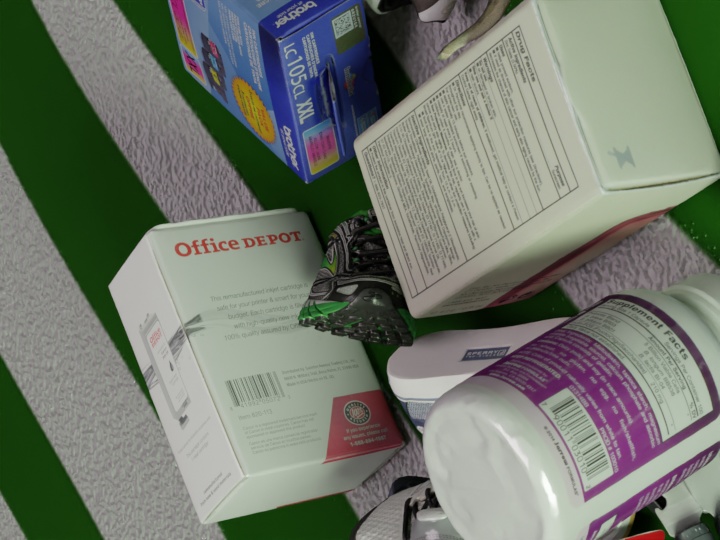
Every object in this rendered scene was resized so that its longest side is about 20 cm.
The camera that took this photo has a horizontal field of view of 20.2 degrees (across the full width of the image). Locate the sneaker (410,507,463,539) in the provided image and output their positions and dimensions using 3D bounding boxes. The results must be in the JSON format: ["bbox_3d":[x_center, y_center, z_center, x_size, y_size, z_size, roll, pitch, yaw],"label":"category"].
[{"bbox_3d":[0.074,0.237,1.252,0.078,0.077,0.202,-6,115,32],"label":"sneaker"}]

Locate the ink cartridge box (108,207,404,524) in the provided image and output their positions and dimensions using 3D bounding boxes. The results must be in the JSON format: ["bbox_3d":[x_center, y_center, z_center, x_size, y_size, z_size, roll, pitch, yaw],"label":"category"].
[{"bbox_3d":[-0.077,0.066,1.470,0.083,0.145,0.201,-47,60,47],"label":"ink cartridge box"}]

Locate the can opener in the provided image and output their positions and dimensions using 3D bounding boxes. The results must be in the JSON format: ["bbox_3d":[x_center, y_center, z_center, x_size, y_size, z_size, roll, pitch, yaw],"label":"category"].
[{"bbox_3d":[0.214,0.165,1.204,0.067,0.052,0.201,79,165,-64],"label":"can opener"}]

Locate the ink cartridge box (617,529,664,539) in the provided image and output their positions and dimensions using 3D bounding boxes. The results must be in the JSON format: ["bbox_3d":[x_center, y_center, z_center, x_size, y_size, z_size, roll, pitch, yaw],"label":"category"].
[{"bbox_3d":[0.128,0.265,1.198,0.084,0.199,0.177,27,118,45],"label":"ink cartridge box"}]

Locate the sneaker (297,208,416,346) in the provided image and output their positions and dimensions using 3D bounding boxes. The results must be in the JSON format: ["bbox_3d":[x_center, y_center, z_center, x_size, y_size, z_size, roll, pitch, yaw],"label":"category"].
[{"bbox_3d":[0.000,0.000,1.358,0.200,0.077,0.086,-118,38,-80],"label":"sneaker"}]

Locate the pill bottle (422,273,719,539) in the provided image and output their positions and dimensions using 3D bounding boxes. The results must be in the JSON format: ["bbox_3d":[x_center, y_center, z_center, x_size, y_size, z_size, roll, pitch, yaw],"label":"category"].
[{"bbox_3d":[0.140,0.078,1.138,0.112,0.199,0.113,35,139,38],"label":"pill bottle"}]

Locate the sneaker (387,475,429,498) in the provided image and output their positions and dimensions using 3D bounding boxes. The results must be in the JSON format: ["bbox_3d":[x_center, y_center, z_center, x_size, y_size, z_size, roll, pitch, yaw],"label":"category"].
[{"bbox_3d":[0.073,0.226,1.369,0.200,0.070,0.083,49,130,37],"label":"sneaker"}]

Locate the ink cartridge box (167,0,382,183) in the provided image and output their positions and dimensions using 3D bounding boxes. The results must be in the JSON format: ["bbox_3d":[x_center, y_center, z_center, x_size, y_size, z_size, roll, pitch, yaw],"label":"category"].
[{"bbox_3d":[-0.055,-0.158,1.421,0.200,0.076,0.137,41,155,38],"label":"ink cartridge box"}]

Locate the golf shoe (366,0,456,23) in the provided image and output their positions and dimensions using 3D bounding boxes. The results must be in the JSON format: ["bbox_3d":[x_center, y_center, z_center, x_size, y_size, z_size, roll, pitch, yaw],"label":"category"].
[{"bbox_3d":[-0.001,-0.227,1.377,0.199,0.077,0.095,31,120,47],"label":"golf shoe"}]

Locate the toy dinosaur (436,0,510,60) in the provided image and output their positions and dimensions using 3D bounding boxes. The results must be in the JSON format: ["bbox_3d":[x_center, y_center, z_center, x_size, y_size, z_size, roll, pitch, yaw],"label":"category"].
[{"bbox_3d":[0.105,-0.217,1.231,0.088,0.047,0.202,-15,50,43],"label":"toy dinosaur"}]

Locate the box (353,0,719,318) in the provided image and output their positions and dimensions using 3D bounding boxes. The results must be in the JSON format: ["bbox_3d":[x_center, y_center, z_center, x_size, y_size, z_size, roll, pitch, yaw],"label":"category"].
[{"bbox_3d":[0.105,-0.070,1.242,0.200,0.108,0.129,-35,69,49],"label":"box"}]

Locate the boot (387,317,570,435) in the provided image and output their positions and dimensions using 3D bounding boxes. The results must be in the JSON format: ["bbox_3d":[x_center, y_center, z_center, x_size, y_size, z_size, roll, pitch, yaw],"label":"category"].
[{"bbox_3d":[0.114,0.087,1.307,0.199,0.073,0.091,-1,126,42],"label":"boot"}]

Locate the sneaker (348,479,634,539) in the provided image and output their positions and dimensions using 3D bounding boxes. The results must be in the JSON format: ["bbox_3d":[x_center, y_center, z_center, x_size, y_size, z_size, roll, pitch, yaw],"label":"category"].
[{"bbox_3d":[0.071,0.146,1.286,0.198,0.088,0.076,-17,53,23],"label":"sneaker"}]
